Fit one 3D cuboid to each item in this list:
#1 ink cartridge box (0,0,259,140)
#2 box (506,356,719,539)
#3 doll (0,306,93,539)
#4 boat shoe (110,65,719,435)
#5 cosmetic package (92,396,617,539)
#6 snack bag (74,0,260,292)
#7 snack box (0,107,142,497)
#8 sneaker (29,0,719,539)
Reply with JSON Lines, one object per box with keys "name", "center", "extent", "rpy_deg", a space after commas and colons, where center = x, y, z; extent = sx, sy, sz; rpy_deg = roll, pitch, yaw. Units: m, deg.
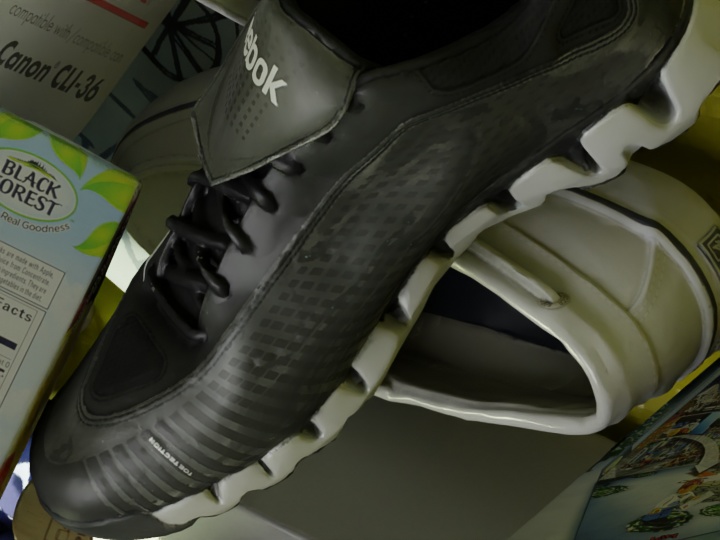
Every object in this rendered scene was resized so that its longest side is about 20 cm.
{"name": "ink cartridge box", "center": [-0.116, -0.100, 0.696], "extent": [0.200, 0.068, 0.116], "rpy_deg": [40, -173, 16]}
{"name": "box", "center": [0.126, 0.045, 0.567], "extent": [0.199, 0.136, 0.038], "rpy_deg": [-11, 109, 52]}
{"name": "doll", "center": [-0.113, 0.070, 0.893], "extent": [0.200, 0.048, 0.137], "rpy_deg": [-154, 78, -69]}
{"name": "boat shoe", "center": [0.000, 0.000, 0.703], "extent": [0.199, 0.066, 0.072], "rpy_deg": [18, 132, 36]}
{"name": "cosmetic package", "center": [0.026, 0.095, 0.751], "extent": [0.199, 0.090, 0.107], "rpy_deg": [21, 135, 23]}
{"name": "snack bag", "center": [-0.056, -0.067, 0.779], "extent": [0.188, 0.021, 0.200], "rpy_deg": [42, 141, 15]}
{"name": "snack box", "center": [-0.112, 0.037, 0.721], "extent": [0.053, 0.143, 0.200], "rpy_deg": [27, 173, -6]}
{"name": "sneaker", "center": [-0.011, -0.023, 0.618], "extent": [0.090, 0.200, 0.067], "rpy_deg": [42, -169, -43]}
